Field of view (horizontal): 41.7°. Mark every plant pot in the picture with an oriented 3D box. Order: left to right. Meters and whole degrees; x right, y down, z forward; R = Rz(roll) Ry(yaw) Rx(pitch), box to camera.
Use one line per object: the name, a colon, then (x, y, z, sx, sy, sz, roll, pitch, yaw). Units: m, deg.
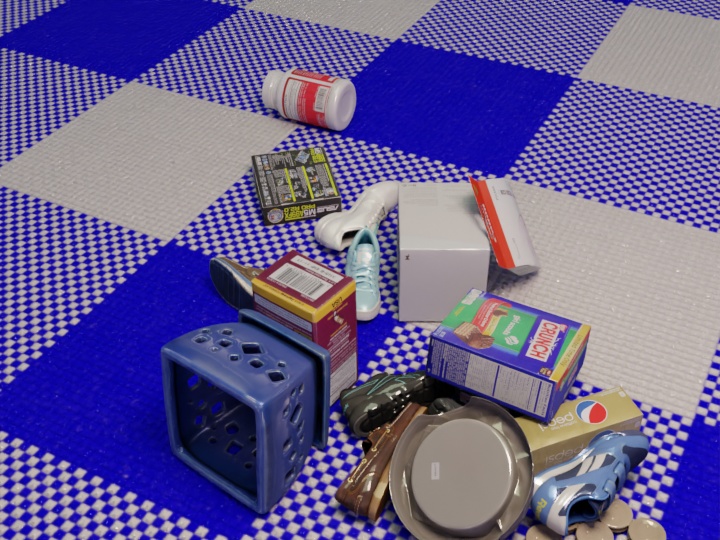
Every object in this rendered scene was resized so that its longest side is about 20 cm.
plant pot: (-0.148, 0.182, 1.331, 0.198, 0.203, 0.179, 24, 38, 31)

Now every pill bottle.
pill bottle: (-0.118, -0.389, 2.126, 0.197, 0.114, 0.113, 17, 41, 22)

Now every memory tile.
memory tile: (0.291, 0.364, 1.223, 0.152, 0.017, 0.199, 27, 47, 32)

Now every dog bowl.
dog bowl: (0.138, 0.271, 1.243, 0.196, 0.059, 0.204, -12, 60, 22)

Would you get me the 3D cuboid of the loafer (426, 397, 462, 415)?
loafer: (0.168, 0.257, 1.322, 0.070, 0.069, 0.201, 8, 34, -45)

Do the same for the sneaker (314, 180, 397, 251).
sneaker: (0.014, -0.093, 1.775, 0.198, 0.076, 0.088, -34, 43, -21)

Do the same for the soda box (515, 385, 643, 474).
soda box: (0.298, 0.233, 1.347, 0.196, 0.069, 0.064, -14, 40, -16)

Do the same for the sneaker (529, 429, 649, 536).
sneaker: (0.313, 0.284, 1.255, 0.197, 0.075, 0.082, -27, 42, -16)

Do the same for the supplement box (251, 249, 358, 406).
supplement box: (-0.080, 0.094, 1.430, 0.129, 0.203, 0.103, 25, 43, 30)

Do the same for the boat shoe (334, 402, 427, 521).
boat shoe: (0.032, 0.255, 1.325, 0.069, 0.071, 0.201, 19, 42, 18)

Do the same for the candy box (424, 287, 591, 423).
candy box: (0.218, 0.119, 1.391, 0.197, 0.078, 0.169, 20, 32, 21)

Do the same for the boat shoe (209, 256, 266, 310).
boat shoe: (-0.179, 0.034, 1.627, 0.199, 0.073, 0.072, 37, 46, 26)

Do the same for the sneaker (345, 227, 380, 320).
sneaker: (0.000, 0.000, 1.646, 0.072, 0.083, 0.202, -2, 38, 0)

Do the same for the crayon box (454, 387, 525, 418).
crayon box: (0.241, 0.155, 1.464, 0.125, 0.052, 0.200, 18, 43, 24)

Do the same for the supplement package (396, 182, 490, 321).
supplement package: (0.137, -0.034, 1.629, 0.148, 0.153, 0.202, 0, 37, 1)

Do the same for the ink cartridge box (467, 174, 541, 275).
ink cartridge box: (0.248, -0.080, 1.613, 0.056, 0.200, 0.166, -20, 79, 12)

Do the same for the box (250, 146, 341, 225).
box: (-0.131, -0.173, 1.905, 0.157, 0.045, 0.201, -8, 39, -10)

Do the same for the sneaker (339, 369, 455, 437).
sneaker: (0.060, 0.177, 1.424, 0.197, 0.077, 0.079, -18, 38, -21)
